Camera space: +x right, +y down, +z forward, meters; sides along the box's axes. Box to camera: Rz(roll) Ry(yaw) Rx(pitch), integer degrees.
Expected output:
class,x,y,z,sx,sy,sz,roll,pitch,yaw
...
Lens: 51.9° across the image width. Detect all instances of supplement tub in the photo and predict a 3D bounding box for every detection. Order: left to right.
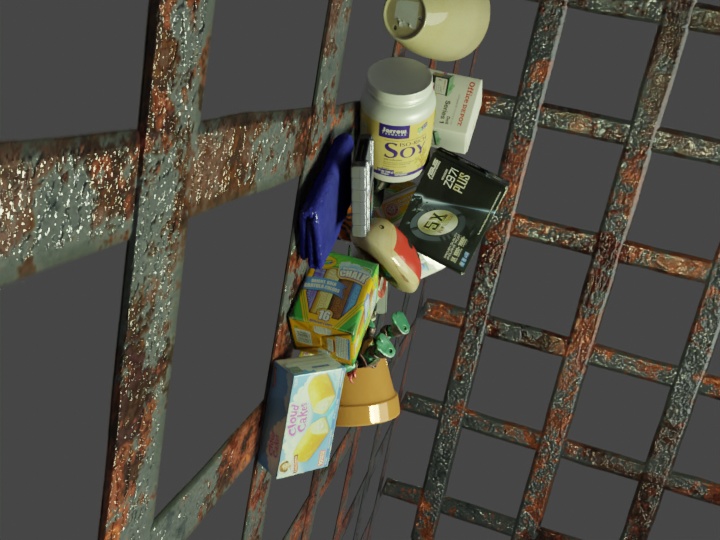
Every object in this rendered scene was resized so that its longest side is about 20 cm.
class,x,y,z,sx,sy,sz,roll,pitch,yaw
supplement tub,0.069,-0.287,1.419,0.201,0.144,0.146,91,17,-48

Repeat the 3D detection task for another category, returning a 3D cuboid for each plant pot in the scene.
class,x,y,z,sx,sy,sz,roll,pitch,yaw
plant pot,-0.015,0.242,1.602,0.200,0.198,0.142,-16,104,-77
plant pot,0.129,-0.498,1.434,0.200,0.186,0.189,-29,134,-55

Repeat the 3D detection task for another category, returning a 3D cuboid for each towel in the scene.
class,x,y,z,sx,sy,sz,roll,pitch,yaw
towel,-0.059,-0.119,1.261,0.148,0.049,0.201,86,20,-49

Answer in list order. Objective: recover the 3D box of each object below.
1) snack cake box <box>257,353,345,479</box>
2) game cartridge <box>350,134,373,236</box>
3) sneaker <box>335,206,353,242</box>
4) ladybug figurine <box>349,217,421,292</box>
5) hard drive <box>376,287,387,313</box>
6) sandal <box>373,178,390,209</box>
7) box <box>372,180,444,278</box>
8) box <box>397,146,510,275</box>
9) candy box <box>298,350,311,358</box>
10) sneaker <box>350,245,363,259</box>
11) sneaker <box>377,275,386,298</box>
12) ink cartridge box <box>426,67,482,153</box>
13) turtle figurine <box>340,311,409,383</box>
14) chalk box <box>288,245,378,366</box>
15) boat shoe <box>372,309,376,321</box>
class,x,y,z,sx,sy,sz,roll,pitch,yaw
snack cake box,-0.105,0.255,1.310,0.114,0.067,0.202,-4,112,-40
game cartridge,0.005,-0.153,1.316,0.200,0.038,0.131,-81,168,-64
sneaker,0.010,-0.084,1.465,0.200,0.111,0.078,8,96,-79
ladybug figurine,0.056,-0.032,1.390,0.072,0.135,0.200,-49,138,-8
hard drive,0.058,-0.011,1.879,0.132,0.026,0.202,88,5,-56
sandal,0.040,-0.212,1.544,0.048,0.075,0.202,-27,-144,40
box,0.097,-0.090,1.631,0.113,0.101,0.202,-129,-163,-67
box,0.184,-0.121,1.490,0.201,0.163,0.086,-64,173,19
candy box,-0.089,0.147,1.488,0.103,0.026,0.201,94,15,-54
sneaker,-0.006,0.026,1.673,0.100,0.074,0.201,-55,152,-35
sneaker,0.000,0.000,1.546,0.200,0.114,0.079,-62,144,-69
ink cartridge box,0.152,-0.353,1.603,0.084,0.198,0.146,77,30,-68
turtle figurine,0.005,0.145,1.455,0.199,0.100,0.151,-23,-138,48
chalk box,-0.038,0.050,1.367,0.125,0.123,0.201,89,20,-56
boat shoe,0.001,0.132,1.794,0.200,0.071,0.068,-14,114,-80
